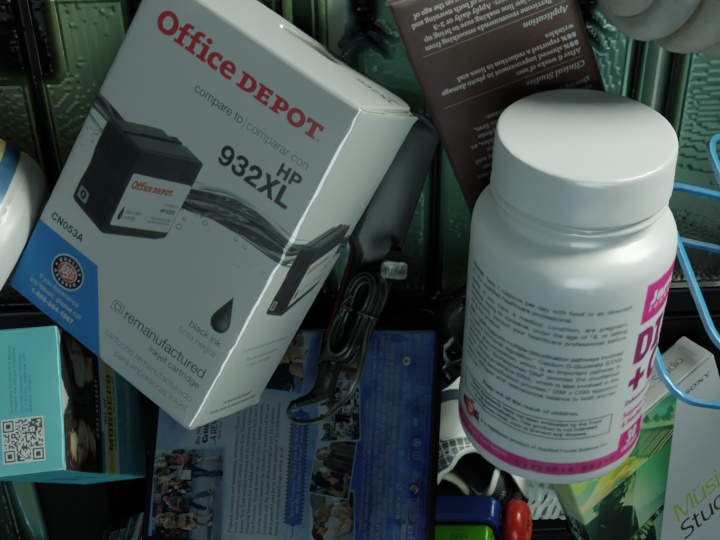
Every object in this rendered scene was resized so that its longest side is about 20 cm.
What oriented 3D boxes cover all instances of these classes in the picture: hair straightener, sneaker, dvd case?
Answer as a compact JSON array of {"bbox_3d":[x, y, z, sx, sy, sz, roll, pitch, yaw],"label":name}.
[{"bbox_3d":[0.000,0.000,0.700,0.040,0.077,0.203,23,91,-11],"label":"hair straightener"},{"bbox_3d":[0.062,0.036,0.786,0.198,0.080,0.076,-29,117,11],"label":"sneaker"},{"bbox_3d":[-0.045,0.109,0.751,0.197,0.145,0.018,0,169,19],"label":"dvd case"},{"bbox_3d":[0.127,0.155,0.871,0.198,0.081,0.077,22,121,-19],"label":"sneaker"}]

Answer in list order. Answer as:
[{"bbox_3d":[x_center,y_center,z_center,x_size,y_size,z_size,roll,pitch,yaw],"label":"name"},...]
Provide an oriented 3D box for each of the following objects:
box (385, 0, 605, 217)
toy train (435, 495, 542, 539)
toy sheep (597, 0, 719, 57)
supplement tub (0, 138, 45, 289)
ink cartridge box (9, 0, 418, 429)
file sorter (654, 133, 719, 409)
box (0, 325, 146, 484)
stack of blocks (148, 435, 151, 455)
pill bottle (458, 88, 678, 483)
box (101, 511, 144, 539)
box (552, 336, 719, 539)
[{"bbox_3d":[0.092,-0.103,0.687,0.099,0.075,0.202,-19,123,10],"label":"box"},{"bbox_3d":[0.094,0.252,0.847,0.083,0.117,0.201,-3,144,22],"label":"toy train"},{"bbox_3d":[0.182,-0.176,0.600,0.197,0.139,0.140,-4,128,-15],"label":"toy sheep"},{"bbox_3d":[-0.297,-0.046,0.665,0.199,0.146,0.145,32,119,-23],"label":"supplement tub"},{"bbox_3d":[-0.084,-0.040,0.653,0.144,0.084,0.202,35,107,16],"label":"ink cartridge box"},{"bbox_3d":[0.258,-0.022,0.671,0.121,0.140,0.201,9,140,-25],"label":"file sorter"},{"bbox_3d":[-0.183,0.090,0.741,0.048,0.084,0.200,-6,169,2],"label":"box"},{"bbox_3d":[-0.045,0.143,0.867,0.114,0.059,0.200,-34,121,21],"label":"stack of blocks"},{"bbox_3d":[0.115,0.011,0.656,0.111,0.114,0.202,-1,127,-2],"label":"pill bottle"},{"bbox_3d":[-0.095,0.236,0.889,0.197,0.051,0.157,20,159,-17],"label":"box"},{"bbox_3d":[0.222,0.167,0.872,0.144,0.036,0.202,-37,124,-14],"label":"box"}]
